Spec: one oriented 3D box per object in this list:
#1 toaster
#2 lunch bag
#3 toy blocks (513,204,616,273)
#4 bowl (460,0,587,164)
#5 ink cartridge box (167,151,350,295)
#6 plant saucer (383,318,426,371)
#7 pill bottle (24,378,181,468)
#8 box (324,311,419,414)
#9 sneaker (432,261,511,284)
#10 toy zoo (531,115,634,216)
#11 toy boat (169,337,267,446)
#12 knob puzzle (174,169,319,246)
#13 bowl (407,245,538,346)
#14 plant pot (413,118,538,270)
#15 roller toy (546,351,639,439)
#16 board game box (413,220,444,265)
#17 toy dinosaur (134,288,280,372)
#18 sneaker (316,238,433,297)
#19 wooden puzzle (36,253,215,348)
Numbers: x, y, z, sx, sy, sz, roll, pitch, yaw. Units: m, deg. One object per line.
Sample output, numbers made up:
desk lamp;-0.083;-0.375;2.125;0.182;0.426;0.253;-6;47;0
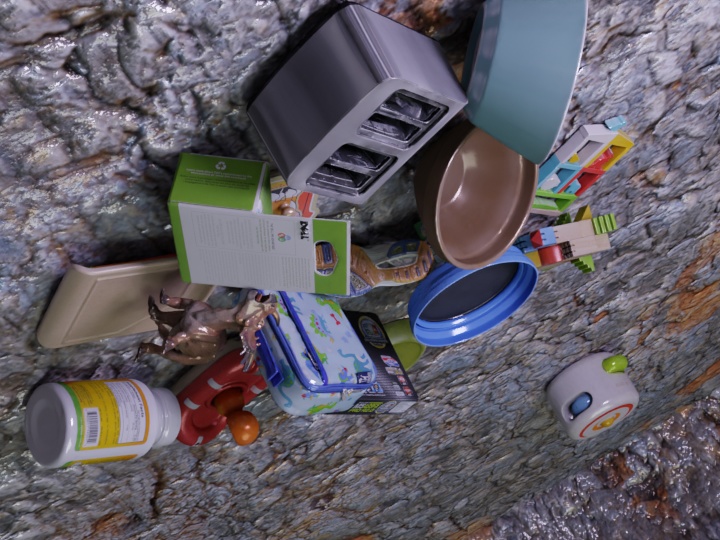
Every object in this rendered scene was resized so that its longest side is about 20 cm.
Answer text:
toaster;-0.006;-0.179;1.271;0.181;0.120;0.199;-43;151;25
lunch bag;-0.078;0.095;1.603;0.160;0.202;0.082;5;139;-48
toy blocks;0.286;-0.033;1.852;0.135;0.101;0.199;-11;174;-28
bowl;0.171;-0.227;1.316;0.103;0.203;0.202;11;146;-4
ink cartridge box;-0.105;-0.048;1.335;0.197;0.077;0.149;5;144;3
plant saucer;0.035;0.152;2.025;0.198;0.031;0.201;-23;153;-12
pill bottle;-0.348;0.206;1.634;0.198;0.112;0.111;3;141;-48
box;-0.013;0.138;1.798;0.044;0.162;0.199;-40;152;27
sneaker;0.179;0.024;1.816;0.114;0.076;0.200;-26;156;1
toy zoo;0.321;-0.155;1.765;0.130;0.021;0.200;3;141;-48
toy boat;-0.193;0.199;1.758;0.200;0.132;0.130;-40;152;23
knob puzzle;-0.136;-0.046;1.485;0.217;0.031;0.221;-24;154;-12
bowl;0.157;0.034;1.702;0.198;0.040;0.202;-20;151;-12
plant pot;0.132;-0.110;1.526;0.199;0.092;0.204;-23;124;-39
roller toy;0.514;0.283;2.628;0.180;0.141;0.201;-25;155;-7
board game box;0.159;-0.060;1.747;0.134;0.029;0.200;-32;159;4
toy dinosaur;-0.187;0.080;1.427;0.134;0.087;0.199;14;160;-25
sneaker;0.000;0.000;1.659;0.197;0.077;0.088;-2;176;-18
wooden puzzle;-0.283;0.031;1.463;0.198;0.038;0.185;-4;151;-33
